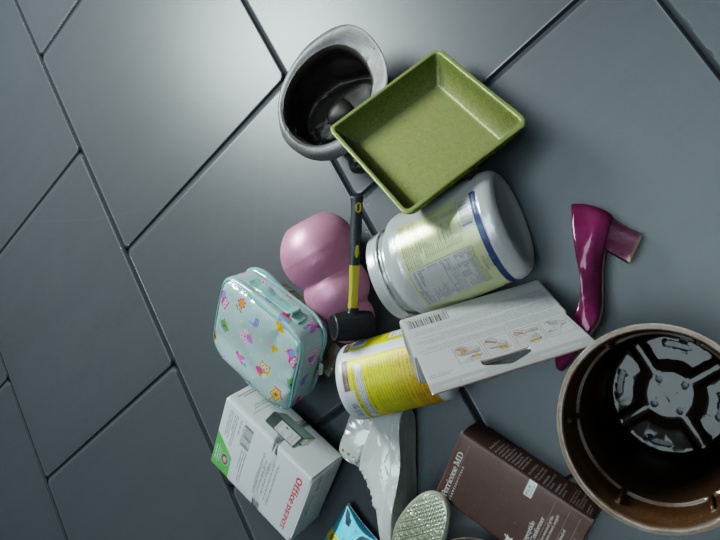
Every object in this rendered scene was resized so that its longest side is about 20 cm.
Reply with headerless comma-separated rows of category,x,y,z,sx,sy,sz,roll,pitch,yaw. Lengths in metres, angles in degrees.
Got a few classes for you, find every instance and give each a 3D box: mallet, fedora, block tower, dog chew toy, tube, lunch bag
mallet,0.000,0.000,0.928,0.041,0.064,0.207,-155,72,-63
fedora,-0.031,-0.257,1.004,0.200,0.090,0.178,-45,71,15
block tower,-0.092,0.091,1.066,0.198,0.057,0.055,36,108,24
dog chew toy,-0.041,0.018,1.001,0.122,0.124,0.205,-25,91,27
tube,-0.053,0.471,1.058,0.077,0.050,0.201,43,106,14
lunch bag,-0.137,0.100,1.012,0.198,0.076,0.164,35,124,26

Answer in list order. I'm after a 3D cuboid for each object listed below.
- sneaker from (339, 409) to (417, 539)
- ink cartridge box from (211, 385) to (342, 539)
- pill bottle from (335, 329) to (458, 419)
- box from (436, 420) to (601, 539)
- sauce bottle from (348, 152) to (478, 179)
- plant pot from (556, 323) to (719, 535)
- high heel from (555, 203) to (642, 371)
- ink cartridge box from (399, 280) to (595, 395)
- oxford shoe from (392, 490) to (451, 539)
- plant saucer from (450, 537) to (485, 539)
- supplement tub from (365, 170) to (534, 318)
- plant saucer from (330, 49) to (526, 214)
sneaker,0.023,0.306,0.998,0.113,0.073,0.208,0,84,34
ink cartridge box,-0.139,0.305,1.065,0.198,0.083,0.149,36,122,25
pill bottle,0.069,0.138,0.934,0.195,0.109,0.113,-17,82,23
box,0.210,0.303,0.881,0.197,0.074,0.103,29,106,29
sauce bottle,0.073,-0.162,0.959,0.194,0.064,0.067,2,92,29
plant pot,0.337,0.156,0.731,0.195,0.196,0.208,0,90,30
high heel,0.272,0.021,0.842,0.094,0.067,0.204,27,90,16
ink cartridge box,0.158,0.090,0.793,0.194,0.177,0.046,-16,115,-2
oxford shoe,0.080,0.395,0.928,0.074,0.057,0.206,28,109,33
plant saucer,0.173,0.475,0.927,0.195,0.034,0.208,0,90,30
supplement tub,0.119,-0.028,0.888,0.196,0.144,0.149,-24,79,28
plant saucer,0.088,-0.178,0.881,0.198,0.048,0.201,-36,55,-5
